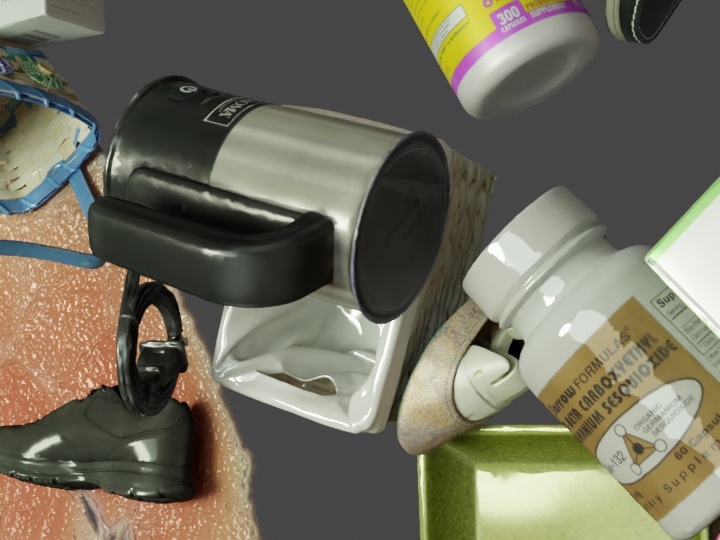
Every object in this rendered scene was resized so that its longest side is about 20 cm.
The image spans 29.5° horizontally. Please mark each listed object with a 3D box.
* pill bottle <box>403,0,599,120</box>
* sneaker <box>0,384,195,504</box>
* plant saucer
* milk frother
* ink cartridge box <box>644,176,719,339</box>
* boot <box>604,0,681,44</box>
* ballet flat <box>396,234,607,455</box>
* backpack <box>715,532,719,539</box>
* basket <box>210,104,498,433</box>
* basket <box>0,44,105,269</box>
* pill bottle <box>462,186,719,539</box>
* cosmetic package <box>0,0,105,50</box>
[{"bbox_3d":[0.074,-0.211,0.938,0.104,0.104,0.201,-34,73,21],"label":"pill bottle"},{"bbox_3d":[-0.215,0.133,1.096,0.199,0.076,0.091,3,79,21],"label":"sneaker"},{"bbox_3d":[0.139,0.202,0.912,0.199,0.048,0.201,-3,86,27],"label":"plant saucer"},{"bbox_3d":[-0.062,0.003,0.858,0.187,0.181,0.201,16,137,28],"label":"milk frother"},{"bbox_3d":[0.265,-0.022,0.776,0.146,0.200,0.084,-49,65,16],"label":"ink cartridge box"},{"bbox_3d":[0.256,-0.217,0.857,0.153,0.073,0.204,31,98,31],"label":"boot"},{"bbox_3d":[0.096,0.042,0.901,0.067,0.068,0.200,24,79,51],"label":"ballet flat"},{"bbox_3d":[0.294,0.201,0.774,0.199,0.150,0.178,23,96,20],"label":"backpack"},{"bbox_3d":[0.000,0.000,0.954,0.135,0.123,0.201,16,94,28],"label":"basket"},{"bbox_3d":[-0.294,-0.091,1.084,0.139,0.176,0.201,-38,62,29],"label":"basket"},{"bbox_3d":[0.159,0.050,0.812,0.200,0.114,0.114,47,107,14],"label":"pill bottle"},{"bbox_3d":[-0.279,-0.292,1.139,0.112,0.081,0.201,-7,85,29],"label":"cosmetic package"}]
